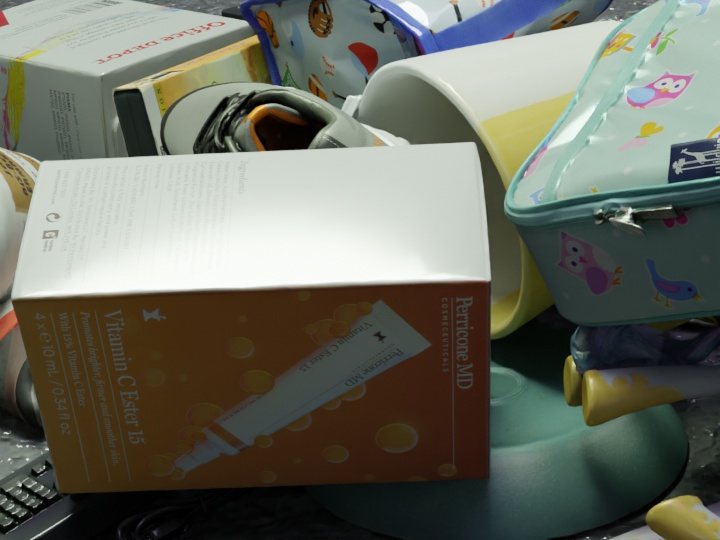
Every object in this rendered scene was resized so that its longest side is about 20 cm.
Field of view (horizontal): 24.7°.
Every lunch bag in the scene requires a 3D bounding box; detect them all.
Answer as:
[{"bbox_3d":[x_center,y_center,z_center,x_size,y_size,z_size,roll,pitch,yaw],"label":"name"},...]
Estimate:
[{"bbox_3d":[0.157,-0.061,0.720,0.160,0.077,0.200,-5,34,40],"label":"lunch bag"},{"bbox_3d":[0.049,-0.160,0.991,0.170,0.124,0.200,-31,18,-24],"label":"lunch bag"}]

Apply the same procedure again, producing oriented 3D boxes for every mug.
[{"bbox_3d":[0.109,-0.045,0.866,0.153,0.187,0.149,-23,-9,-25],"label":"mug"}]

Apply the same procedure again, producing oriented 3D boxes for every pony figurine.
[{"bbox_3d":[0.194,0.061,0.723,0.200,0.167,0.193,-1,55,0],"label":"pony figurine"}]

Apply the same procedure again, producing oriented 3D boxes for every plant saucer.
[{"bbox_3d":[0.064,0.071,0.832,0.200,0.036,0.200,-4,22,2],"label":"plant saucer"}]

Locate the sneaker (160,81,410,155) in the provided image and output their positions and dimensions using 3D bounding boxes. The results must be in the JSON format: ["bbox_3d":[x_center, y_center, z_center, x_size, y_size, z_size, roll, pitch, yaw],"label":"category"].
[{"bbox_3d":[-0.046,-0.067,0.838,0.079,0.074,0.200,35,-9,-39],"label":"sneaker"}]

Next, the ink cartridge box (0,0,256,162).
[{"bbox_3d":[-0.182,-0.102,1.150,0.200,0.145,0.145,16,30,40],"label":"ink cartridge box"}]

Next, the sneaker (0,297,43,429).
[{"bbox_3d":[-0.118,0.019,0.912,0.200,0.077,0.082,-41,48,-9],"label":"sneaker"}]

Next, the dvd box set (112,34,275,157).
[{"bbox_3d":[-0.065,-0.075,1.063,0.029,0.146,0.200,-1,19,39],"label":"dvd box set"}]

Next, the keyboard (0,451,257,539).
[{"bbox_3d":[-0.086,0.084,0.803,0.200,0.021,0.127,-32,33,-28],"label":"keyboard"}]

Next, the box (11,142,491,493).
[{"bbox_3d":[-0.043,0.023,0.744,0.200,0.124,0.098,-3,41,2],"label":"box"}]

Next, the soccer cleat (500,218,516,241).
[{"bbox_3d":[0.000,0.000,0.952,0.200,0.084,0.065,-3,23,3],"label":"soccer cleat"}]

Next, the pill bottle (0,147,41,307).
[{"bbox_3d":[-0.238,-0.020,0.918,0.114,0.115,0.200,0,-2,9],"label":"pill bottle"}]

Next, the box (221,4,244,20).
[{"bbox_3d":[0.011,-0.151,1.254,0.200,0.132,0.115,-21,24,-35],"label":"box"}]

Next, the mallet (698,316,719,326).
[{"bbox_3d":[0.129,0.004,0.986,0.200,0.066,0.041,21,66,20],"label":"mallet"}]

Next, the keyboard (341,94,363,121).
[{"bbox_3d":[-0.011,-0.045,0.964,0.011,0.056,0.200,18,-14,5],"label":"keyboard"}]
